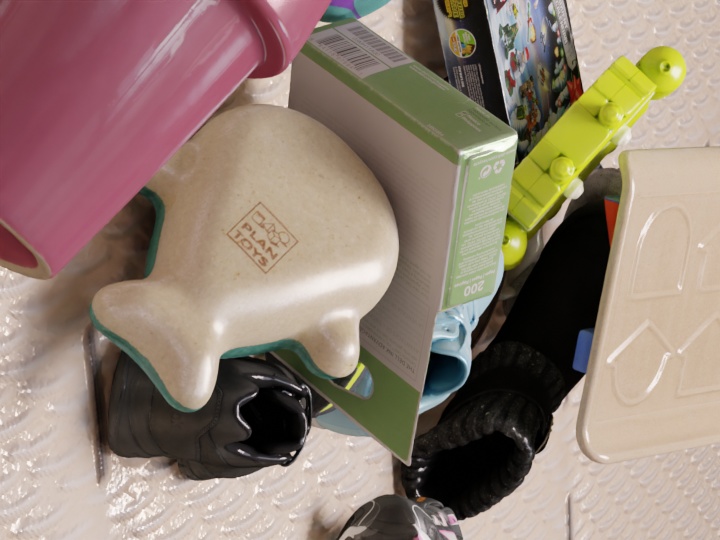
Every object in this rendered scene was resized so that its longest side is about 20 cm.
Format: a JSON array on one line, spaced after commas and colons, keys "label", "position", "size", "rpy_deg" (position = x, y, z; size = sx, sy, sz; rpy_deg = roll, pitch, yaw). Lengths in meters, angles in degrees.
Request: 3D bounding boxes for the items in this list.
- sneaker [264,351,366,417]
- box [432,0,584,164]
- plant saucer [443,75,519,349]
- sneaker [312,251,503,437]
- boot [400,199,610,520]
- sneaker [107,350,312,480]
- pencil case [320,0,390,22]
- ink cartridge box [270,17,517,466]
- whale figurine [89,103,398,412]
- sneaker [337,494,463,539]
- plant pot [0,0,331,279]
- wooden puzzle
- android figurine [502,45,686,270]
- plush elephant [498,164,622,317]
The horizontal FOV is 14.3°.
[{"label": "sneaker", "position": [0.000, 0.000, 1.699], "size": [0.081, 0.073, 0.201], "rpy_deg": [65, 40, -59]}, {"label": "box", "position": [0.089, -0.180, 1.841], "size": [0.137, 0.040, 0.201], "rpy_deg": [-41, 122, -60]}, {"label": "plant saucer", "position": [0.059, -0.041, 1.885], "size": [0.200, 0.032, 0.202], "rpy_deg": [9, 90, -68]}, {"label": "sneaker", "position": [0.044, 0.046, 1.757], "size": [0.200, 0.082, 0.074], "rpy_deg": [-42, 138, -39]}, {"label": "boot", "position": [0.115, 0.063, 1.910], "size": [0.212, 0.079, 0.158], "rpy_deg": [-61, 172, 30]}, {"label": "sneaker", "position": [-0.061, 0.081, 1.544], "size": [0.200, 0.090, 0.077], "rpy_deg": [5, 91, -70]}, {"label": "pencil case", "position": [-0.033, -0.211, 1.515], "size": [0.093, 0.085, 0.200], "rpy_deg": [-58, 155, -9]}, {"label": "ink cartridge box", "position": [0.011, -0.016, 1.571], "size": [0.048, 0.145, 0.201], "rpy_deg": [-19, 131, -34]}, {"label": "whale figurine", "position": [-0.069, 0.004, 1.476], "size": [0.104, 0.159, 0.200], "rpy_deg": [-43, -176, 45]}, {"label": "sneaker", "position": [0.028, 0.179, 1.847], "size": [0.200, 0.080, 0.087], "rpy_deg": [81, 19, -64]}, {"label": "plant pot", "position": [-0.133, -0.104, 1.185], "size": [0.180, 0.199, 0.200], "rpy_deg": [-59, 153, -12]}, {"label": "wooden puzzle", "position": [0.201, 0.018, 1.895], "size": [0.185, 0.046, 0.202], "rpy_deg": [-5, 105, -52]}, {"label": "android figurine", "position": [0.141, -0.076, 1.863], "size": [0.182, 0.041, 0.200], "rpy_deg": [-48, 177, -3]}, {"label": "plush elephant", "position": [0.168, 0.007, 2.033], "size": [0.155, 0.199, 0.165], "rpy_deg": [-53, 138, -10]}]
